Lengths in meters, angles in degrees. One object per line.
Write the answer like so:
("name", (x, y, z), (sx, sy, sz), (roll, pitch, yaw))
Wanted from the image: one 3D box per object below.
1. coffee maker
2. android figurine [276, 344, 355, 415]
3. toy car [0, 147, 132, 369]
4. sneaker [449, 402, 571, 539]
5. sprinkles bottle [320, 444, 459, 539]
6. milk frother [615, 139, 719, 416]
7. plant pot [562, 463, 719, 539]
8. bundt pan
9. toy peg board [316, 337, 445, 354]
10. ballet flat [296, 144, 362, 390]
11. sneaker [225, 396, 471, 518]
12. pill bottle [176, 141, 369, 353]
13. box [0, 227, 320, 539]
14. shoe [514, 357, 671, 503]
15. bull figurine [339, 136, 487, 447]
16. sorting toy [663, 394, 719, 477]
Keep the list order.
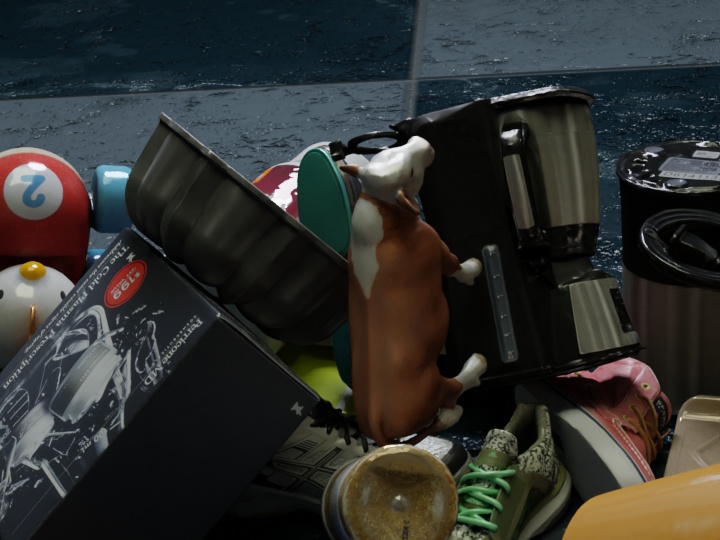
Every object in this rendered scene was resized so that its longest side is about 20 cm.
("coffee maker", (0.096, -0.016, 1.133), (0.192, 0.201, 0.134), (-13, -6, 41))
("android figurine", (-0.026, 0.099, 1.225), (0.199, 0.041, 0.182), (1, 23, 13))
("toy car", (-0.284, 0.011, 1.339), (0.184, 0.177, 0.200), (1, 34, -17))
("sneaker", (0.081, 0.149, 1.027), (0.077, 0.089, 0.200), (7, 26, 24))
("sprinkles bottle", (0.014, 0.145, 0.960), (0.068, 0.069, 0.200), (-7, -9, -6))
("milk frother", (0.250, 0.025, 1.162), (0.180, 0.189, 0.200), (17, 31, 42))
("plant pot", (0.211, 0.180, 0.830), (0.183, 0.201, 0.200), (-6, 18, 36))
("bundt pan", (-0.083, -0.019, 1.087), (0.076, 0.202, 0.202), (-51, 33, -1))
("toy peg board", (0.084, 0.003, 1.298), (0.198, 0.098, 0.200), (4, 9, 17))
("ballet flat", (0.000, 0.000, 1.200), (0.073, 0.201, 0.073), (-11, -19, -4))
("sneaker", (-0.022, 0.125, 1.093), (0.199, 0.088, 0.076), (-3, 22, 10))
("pill bottle", (-0.065, -0.018, 1.281), (0.114, 0.114, 0.200), (10, 37, 30))
("box", (-0.157, 0.099, 1.044), (0.200, 0.104, 0.182), (-50, 34, -3))
("shoe", (0.185, 0.114, 1.102), (0.091, 0.072, 0.200), (-18, 19, -10))
("bull figurine", (0.032, 0.017, 1.015), (0.065, 0.201, 0.121), (1, -5, 34))
("sorting toy", (0.297, 0.156, 1.050), (0.184, 0.037, 0.200), (3, 29, 17))
